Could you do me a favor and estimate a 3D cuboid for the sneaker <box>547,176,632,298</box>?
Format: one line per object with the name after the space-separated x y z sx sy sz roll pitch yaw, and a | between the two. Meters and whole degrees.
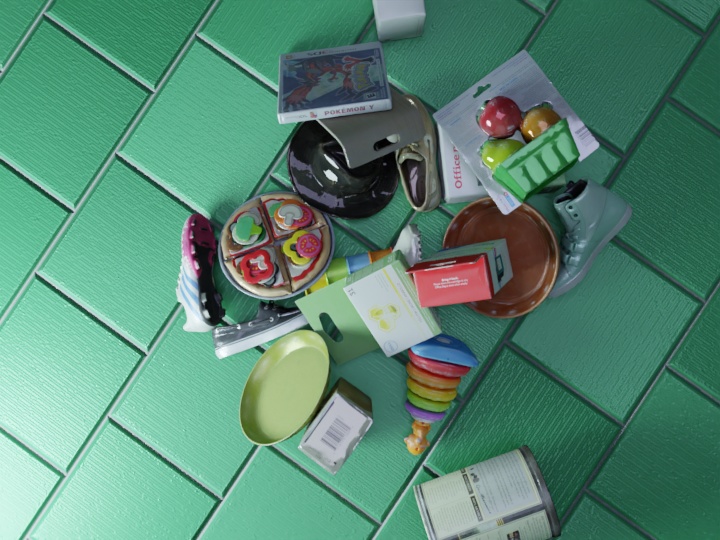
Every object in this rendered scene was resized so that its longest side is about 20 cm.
0.335 -0.058 1.260 0.117 0.074 0.201 33 102 -18 | sneaker

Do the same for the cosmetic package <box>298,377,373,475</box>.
-0.036 0.240 1.221 0.071 0.200 0.106 36 88 0 | cosmetic package

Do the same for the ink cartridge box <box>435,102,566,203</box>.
0.230 -0.197 1.287 0.197 0.088 0.148 -6 88 3 | ink cartridge box

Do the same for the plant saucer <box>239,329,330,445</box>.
-0.117 0.193 1.253 0.031 0.200 0.201 38 90 -37 | plant saucer

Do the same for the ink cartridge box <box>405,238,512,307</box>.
0.154 0.006 1.182 0.115 0.200 0.068 -9 97 25 | ink cartridge box

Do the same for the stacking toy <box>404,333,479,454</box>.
0.114 0.210 1.277 0.114 0.110 0.203 11 100 -8 | stacking toy

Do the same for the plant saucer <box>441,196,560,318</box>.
0.231 -0.023 1.272 0.198 0.032 0.204 6 103 27 | plant saucer

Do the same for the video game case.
-0.045 -0.312 1.264 0.179 0.023 0.202 -7 43 2 | video game case

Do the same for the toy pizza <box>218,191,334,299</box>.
-0.141 -0.048 1.283 0.197 0.032 0.203 -2 65 3 | toy pizza

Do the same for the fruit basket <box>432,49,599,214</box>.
0.242 -0.217 1.213 0.184 0.094 0.201 -36 73 0 | fruit basket

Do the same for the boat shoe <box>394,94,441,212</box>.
0.090 -0.198 1.293 0.071 0.065 0.203 -10 90 22 | boat shoe

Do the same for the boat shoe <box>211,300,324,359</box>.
-0.160 0.085 1.302 0.198 0.070 0.067 -22 89 8 | boat shoe

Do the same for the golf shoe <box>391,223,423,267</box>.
0.044 0.017 1.250 0.096 0.079 0.203 8 113 -12 | golf shoe

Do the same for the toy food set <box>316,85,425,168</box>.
-0.005 -0.246 1.249 0.142 0.061 0.200 -25 45 -17 | toy food set

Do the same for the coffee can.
0.200 0.384 1.236 0.197 0.146 0.148 -19 87 1 | coffee can

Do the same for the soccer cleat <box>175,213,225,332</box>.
-0.284 0.006 1.305 0.086 0.069 0.203 -19 73 33 | soccer cleat

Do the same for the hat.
-0.024 -0.182 1.284 0.197 0.081 0.204 1 85 -7 | hat

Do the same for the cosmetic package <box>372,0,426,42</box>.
0.054 -0.502 1.293 0.083 0.108 0.203 -9 89 1 | cosmetic package

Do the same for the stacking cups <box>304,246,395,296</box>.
0.000 0.000 1.305 0.197 0.061 0.061 -10 88 -2 | stacking cups

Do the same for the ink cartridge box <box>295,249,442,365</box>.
0.011 0.073 1.225 0.198 0.048 0.146 -26 112 16 | ink cartridge box
